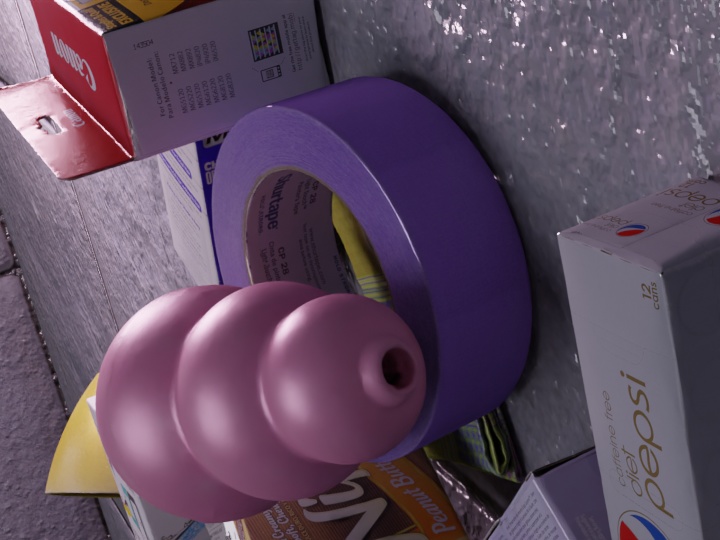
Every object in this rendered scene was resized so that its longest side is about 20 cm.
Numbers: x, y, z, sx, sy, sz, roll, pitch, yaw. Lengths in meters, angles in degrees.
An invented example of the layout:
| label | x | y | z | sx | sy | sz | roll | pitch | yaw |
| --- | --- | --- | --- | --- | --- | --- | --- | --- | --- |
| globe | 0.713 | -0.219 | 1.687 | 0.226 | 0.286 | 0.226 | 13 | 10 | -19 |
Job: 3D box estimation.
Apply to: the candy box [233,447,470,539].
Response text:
| label | x | y | z | sx | sy | sz | roll | pitch | yaw |
| --- | --- | --- | --- | --- | --- | --- | --- | --- | --- |
| candy box | -0.024 | 0.120 | 0.790 | 0.200 | 0.115 | 0.055 | -117 | 17 | -45 |

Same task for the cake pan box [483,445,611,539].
| label | x | y | z | sx | sy | sz | roll | pitch | yaw |
| --- | --- | --- | --- | --- | --- | --- | --- | --- | --- |
| cake pan box | 0.128 | 0.204 | 0.670 | 0.184 | 0.052 | 0.200 | 58 | 158 | 23 |

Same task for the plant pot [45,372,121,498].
| label | x | y | z | sx | sy | sz | roll | pitch | yaw |
| --- | --- | --- | --- | --- | --- | --- | --- | --- | --- |
| plant pot | -0.259 | 0.192 | 1.532 | 0.200 | 0.200 | 0.142 | 145 | 128 | -70 |

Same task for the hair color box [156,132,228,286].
| label | x | y | z | sx | sy | sz | roll | pitch | yaw |
| --- | --- | --- | --- | --- | --- | --- | --- | --- | --- |
| hair color box | -0.109 | -0.072 | 1.001 | 0.109 | 0.065 | 0.200 | 51 | 156 | 43 |

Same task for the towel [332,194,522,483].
| label | x | y | z | sx | sy | sz | roll | pitch | yaw |
| --- | --- | --- | --- | --- | --- | --- | --- | --- | --- |
| towel | 0.030 | 0.028 | 0.791 | 0.144 | 0.023 | 0.200 | -1 | 109 | 69 |

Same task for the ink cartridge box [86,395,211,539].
| label | x | y | z | sx | sy | sz | roll | pitch | yaw |
| --- | --- | --- | --- | --- | --- | --- | --- | --- | --- |
| ink cartridge box | -0.153 | 0.205 | 1.278 | 0.147 | 0.146 | 0.200 | 23 | 132 | 65 |

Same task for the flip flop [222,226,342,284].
| label | x | y | z | sx | sy | sz | roll | pitch | yaw |
| --- | --- | --- | --- | --- | --- | --- | --- | --- | --- |
| flip flop | -0.062 | -0.012 | 0.935 | 0.200 | 0.081 | 0.058 | 108 | 152 | -69 |

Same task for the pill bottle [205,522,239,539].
| label | x | y | z | sx | sy | sz | roll | pitch | yaw |
| --- | --- | --- | --- | --- | --- | --- | --- | --- | --- |
| pill bottle | -0.101 | 0.144 | 1.124 | 0.200 | 0.114 | 0.114 | 64 | 160 | 12 |

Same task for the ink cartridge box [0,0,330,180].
| label | x | y | z | sx | sy | sz | roll | pitch | yaw |
| --- | --- | --- | --- | --- | --- | --- | --- | --- | --- |
| ink cartridge box | -0.143 | -0.147 | 0.840 | 0.200 | 0.175 | 0.084 | 39 | 145 | 54 |

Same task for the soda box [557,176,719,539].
| label | x | y | z | sx | sy | sz | roll | pitch | yaw |
| --- | --- | --- | --- | --- | --- | --- | --- | --- | --- |
| soda box | 0.132 | 0.072 | 0.491 | 0.064 | 0.068 | 0.200 | 29 | 136 | 61 |

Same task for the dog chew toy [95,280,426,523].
| label | x | y | z | sx | sy | sz | roll | pitch | yaw |
| --- | --- | --- | --- | --- | --- | --- | --- | --- | --- |
| dog chew toy | -0.046 | 0.060 | 0.653 | 0.200 | 0.124 | 0.125 | -17 | 95 | 50 |

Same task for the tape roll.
| label | x | y | z | sx | sy | sz | roll | pitch | yaw |
| --- | --- | --- | --- | --- | --- | --- | --- | --- | --- |
| tape roll | 0.000 | 0.000 | 0.714 | 0.200 | 0.066 | 0.200 | 33 | 135 | 41 |
